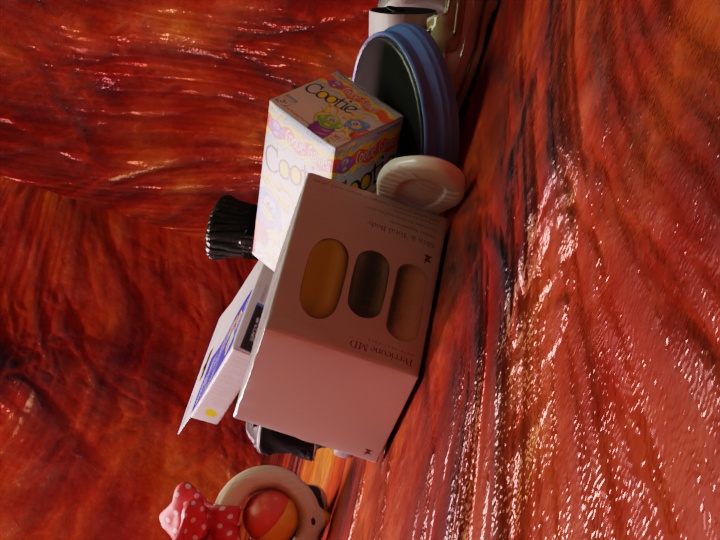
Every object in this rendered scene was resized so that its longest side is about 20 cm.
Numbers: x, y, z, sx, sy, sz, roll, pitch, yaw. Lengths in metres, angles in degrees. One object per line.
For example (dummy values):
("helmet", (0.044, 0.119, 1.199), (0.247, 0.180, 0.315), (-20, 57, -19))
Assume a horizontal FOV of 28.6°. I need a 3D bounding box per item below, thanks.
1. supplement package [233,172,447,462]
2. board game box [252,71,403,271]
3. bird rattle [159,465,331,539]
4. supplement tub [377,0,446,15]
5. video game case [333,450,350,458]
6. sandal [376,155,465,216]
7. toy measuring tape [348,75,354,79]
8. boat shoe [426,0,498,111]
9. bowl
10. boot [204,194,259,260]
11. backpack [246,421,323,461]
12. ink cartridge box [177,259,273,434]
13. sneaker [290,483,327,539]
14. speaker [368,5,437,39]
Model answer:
("supplement package", (-0.017, 0.045, 1.368), (0.151, 0.150, 0.202), (113, 173, -48))
("board game box", (-0.038, -0.088, 1.499), (0.102, 0.104, 0.202), (-28, -38, -38))
("bird rattle", (-0.126, 0.302, 1.645), (0.163, 0.200, 0.113), (-49, -1, -13))
("supplement tub", (0.081, -0.321, 1.735), (0.201, 0.121, 0.124), (-81, 9, -59))
("video game case", (0.015, 0.102, 1.604), (0.182, 0.023, 0.203), (120, 166, -72))
("sandal", (0.054, -0.088, 1.389), (0.203, 0.081, 0.050), (131, 157, -73))
("toy measuring tape", (-0.014, -0.194, 1.670), (0.199, 0.073, 0.074), (-18, -43, -46))
("boat shoe", (0.104, -0.260, 1.556), (0.075, 0.067, 0.203), (171, 115, -85))
("bowl", (0.042, -0.159, 1.500), (0.200, 0.039, 0.204), (171, 90, -67))
("boot", (-0.105, -0.061, 1.838), (0.211, 0.155, 0.081), (-41, -46, -72))
("backpack", (-0.079, 0.141, 1.763), (0.200, 0.148, 0.180), (-179, 99, -74))
("ink cartridge box", (-0.145, 0.081, 1.714), (0.201, 0.046, 0.199), (123, 167, -46))
("sneaker", (-0.086, 0.313, 1.766), (0.094, 0.069, 0.201), (-86, 10, -48))
("speaker", (0.047, -0.200, 1.621), (0.081, 0.080, 0.203), (-88, -2, -74))
